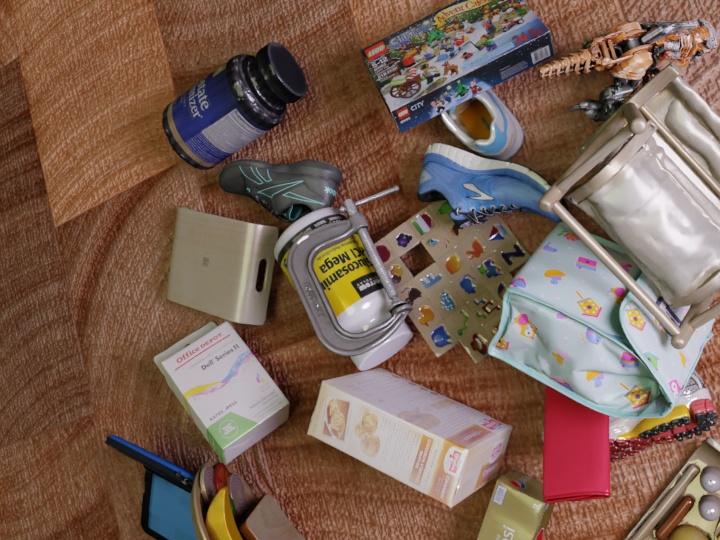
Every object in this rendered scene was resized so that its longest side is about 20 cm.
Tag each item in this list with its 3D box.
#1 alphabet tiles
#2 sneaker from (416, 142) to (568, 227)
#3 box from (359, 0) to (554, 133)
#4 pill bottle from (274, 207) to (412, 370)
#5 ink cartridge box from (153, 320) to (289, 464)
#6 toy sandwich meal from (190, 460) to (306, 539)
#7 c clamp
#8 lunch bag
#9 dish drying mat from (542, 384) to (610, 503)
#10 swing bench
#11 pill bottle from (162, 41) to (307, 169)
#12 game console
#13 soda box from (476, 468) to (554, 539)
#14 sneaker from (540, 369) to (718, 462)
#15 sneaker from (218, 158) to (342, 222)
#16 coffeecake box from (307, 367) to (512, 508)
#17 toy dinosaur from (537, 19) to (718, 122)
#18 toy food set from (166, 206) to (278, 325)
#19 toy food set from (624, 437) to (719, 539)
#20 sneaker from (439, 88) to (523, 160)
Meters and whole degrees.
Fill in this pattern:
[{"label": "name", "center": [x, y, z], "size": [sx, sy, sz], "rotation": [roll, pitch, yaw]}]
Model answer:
[{"label": "alphabet tiles", "center": [0.125, 0.006, 0.975], "size": [0.167, 0.008, 0.201], "rotation": [-35, 72, -1]}, {"label": "sneaker", "center": [0.155, -0.086, 0.951], "size": [0.199, 0.078, 0.090], "rotation": [20, 86, 34]}, {"label": "box", "center": [0.110, -0.260, 0.937], "size": [0.199, 0.038, 0.137], "rotation": [-26, 48, 5]}, {"label": "pill bottle", "center": [-0.020, 0.025, 1.032], "size": [0.112, 0.112, 0.201], "rotation": [-42, 71, 22]}, {"label": "ink cartridge box", "center": [-0.205, 0.158, 1.127], "size": [0.117, 0.067, 0.200], "rotation": [-33, 67, -22]}, {"label": "toy sandwich meal", "center": [-0.151, 0.344, 1.067], "size": [0.070, 0.205, 0.206], "rotation": [-29, 75, 11]}, {"label": "c clamp", "center": [0.000, 0.000, 0.967], "size": [0.170, 0.027, 0.201], "rotation": [-17, 69, -7]}, {"label": "lunch bag", "center": [0.262, 0.054, 0.834], "size": [0.199, 0.170, 0.123], "rotation": [25, 130, 23]}, {"label": "dish drying mat", "center": [0.241, 0.159, 0.873], "size": [0.076, 0.018, 0.201], "rotation": [-21, 42, 37]}, {"label": "swing bench", "center": [0.313, -0.070, 0.781], "size": [0.199, 0.200, 0.130], "rotation": [47, 131, 0]}, {"label": "pill bottle", "center": [-0.178, -0.237, 1.127], "size": [0.199, 0.112, 0.113], "rotation": [-28, 76, 26]}, {"label": "game console", "center": [-0.292, 0.349, 1.170], "size": [0.199, 0.171, 0.119], "rotation": [13, 69, 35]}, {"label": "soda box", "center": [0.171, 0.349, 0.945], "size": [0.064, 0.068, 0.202], "rotation": [22, 99, 27]}, {"label": "sneaker", "center": [0.295, 0.162, 0.887], "size": [0.199, 0.078, 0.083], "rotation": [-27, 50, 30]}, {"label": "sneaker", "center": [-0.122, -0.112, 1.107], "size": [0.199, 0.075, 0.080], "rotation": [4, 79, 29]}, {"label": "coffeecake box", "center": [0.063, 0.195, 0.959], "size": [0.199, 0.153, 0.074], "rotation": [20, 100, 28]}, {"label": "toy dinosaur", "center": [0.283, -0.233, 0.850], "size": [0.198, 0.136, 0.103], "rotation": [9, 75, -12]}, {"label": "toy food set", "center": [-0.211, -0.011, 1.179], "size": [0.199, 0.060, 0.145], "rotation": [13, 97, 37]}, {"label": "toy food set", "center": [0.370, 0.299, 0.830], "size": [0.143, 0.060, 0.201], "rotation": [39, 108, 24]}, {"label": "sneaker", "center": [0.119, -0.221, 0.977], "size": [0.200, 0.081, 0.077], "rotation": [49, 112, 22]}]
